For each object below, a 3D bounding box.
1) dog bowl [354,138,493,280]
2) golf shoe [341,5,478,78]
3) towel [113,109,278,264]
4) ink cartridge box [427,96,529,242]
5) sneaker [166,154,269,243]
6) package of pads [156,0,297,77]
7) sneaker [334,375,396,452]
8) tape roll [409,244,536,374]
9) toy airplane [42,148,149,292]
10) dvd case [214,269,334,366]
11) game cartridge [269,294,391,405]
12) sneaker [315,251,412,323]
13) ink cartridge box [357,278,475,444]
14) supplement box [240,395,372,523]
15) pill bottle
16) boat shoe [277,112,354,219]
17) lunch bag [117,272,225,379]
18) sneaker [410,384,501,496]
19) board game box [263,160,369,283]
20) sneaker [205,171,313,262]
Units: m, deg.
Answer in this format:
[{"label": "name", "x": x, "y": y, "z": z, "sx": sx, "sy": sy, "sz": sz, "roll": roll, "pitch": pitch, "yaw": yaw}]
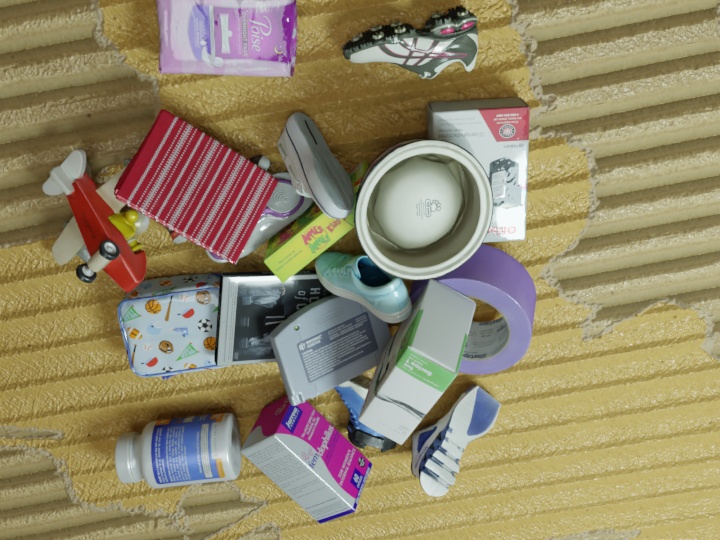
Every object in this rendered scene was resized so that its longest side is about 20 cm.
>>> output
[{"label": "dog bowl", "x": 0.082, "y": -0.093, "z": 1.115, "sx": 0.196, "sy": 0.074, "sz": 0.204, "roll": -4, "pitch": 114, "yaw": -9}, {"label": "golf shoe", "x": 0.073, "y": -0.311, "z": 1.132, "sx": 0.196, "sy": 0.078, "sz": 0.090, "roll": -10, "pitch": 119, "yaw": 4}, {"label": "towel", "x": -0.232, "y": -0.119, "z": 1.134, "sx": 0.198, "sy": 0.022, "sz": 0.147, "roll": 30, "pitch": 79, "yaw": -15}, {"label": "ink cartridge box", "x": 0.175, "y": -0.147, "z": 1.192, "sx": 0.142, "sy": 0.083, "sz": 0.204, "roll": -3, "pitch": 112, "yaw": 0}, {"label": "sneaker", "x": -0.228, "y": -0.124, "z": 1.203, "sx": 0.198, "sy": 0.077, "sz": 0.082, "roll": -35, "pitch": 99, "yaw": 10}, {"label": "package of pads", "x": -0.187, "y": -0.337, "z": 1.116, "sx": 0.195, "sy": 0.076, "sz": 0.123, "roll": 2, "pitch": 115, "yaw": -1}, {"label": "sneaker", "x": -0.008, "y": 0.238, "z": 1.345, "sx": 0.198, "sy": 0.077, "sz": 0.112, "roll": 28, "pitch": 100, "yaw": -18}, {"label": "tape roll", "x": 0.170, "y": 0.061, "z": 1.234, "sx": 0.196, "sy": 0.086, "sz": 0.203, "roll": 11, "pitch": 133, "yaw": 12}, {"label": "toy airplane", "x": -0.382, "y": -0.085, "z": 1.196, "sx": 0.197, "sy": 0.140, "sz": 0.204, "roll": 15, "pitch": 101, "yaw": 30}, {"label": "dvd case", "x": -0.130, "y": 0.074, "z": 1.266, "sx": 0.196, "sy": 0.025, "sz": 0.153, "roll": -2, "pitch": 111, "yaw": -24}, {"label": "game cartridge", "x": -0.044, "y": 0.111, "z": 1.261, "sx": 0.197, "sy": 0.041, "sz": 0.136, "roll": -22, "pitch": 106, "yaw": -27}, {"label": "sneaker", "x": 0.000, "y": 0.000, "z": 1.188, "sx": 0.074, "sy": 0.198, "sz": 0.083, "roll": -39, "pitch": 135, "yaw": -27}, {"label": "ink cartridge box", "x": 0.081, "y": 0.138, "z": 1.174, "sx": 0.083, "sy": 0.147, "sz": 0.201, "roll": 27, "pitch": 134, "yaw": -3}, {"label": "supplement box", "x": -0.089, "y": 0.318, "z": 1.348, "sx": 0.200, "sy": 0.102, "sz": 0.103, "roll": 45, "pitch": 131, "yaw": -16}, {"label": "pill bottle", "x": -0.308, "y": 0.308, "z": 1.351, "sx": 0.195, "sy": 0.112, "sz": 0.114, "roll": -6, "pitch": 112, "yaw": 2}, {"label": "boat shoe", "x": -0.067, "y": -0.138, "z": 1.152, "sx": 0.073, "sy": 0.202, "sz": 0.067, "roll": 13, "pitch": 131, "yaw": -38}, {"label": "lunch bag", "x": -0.290, "y": 0.093, "z": 1.287, "sx": 0.195, "sy": 0.076, "sz": 0.163, "roll": -7, "pitch": 114, "yaw": 1}, {"label": "sneaker", "x": 0.143, "y": 0.281, "z": 1.367, "sx": 0.080, "sy": 0.115, "sz": 0.201, "roll": 41, "pitch": 77, "yaw": -18}, {"label": "board game box", "x": -0.055, "y": -0.075, "z": 1.207, "sx": 0.199, "sy": 0.102, "sz": 0.048, "roll": -38, "pitch": 109, "yaw": 13}, {"label": "sneaker", "x": -0.155, "y": -0.083, "z": 1.225, "sx": 0.198, "sy": 0.100, "sz": 0.076, "roll": -35, "pitch": 90, "yaw": -10}]
